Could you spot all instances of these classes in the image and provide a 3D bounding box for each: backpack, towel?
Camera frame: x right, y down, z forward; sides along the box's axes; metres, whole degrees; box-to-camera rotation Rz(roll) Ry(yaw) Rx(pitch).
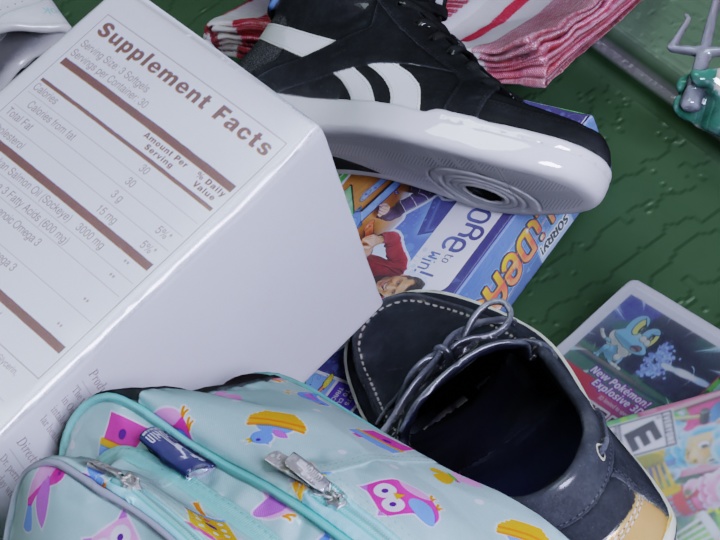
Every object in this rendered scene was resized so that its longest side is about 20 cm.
[{"bbox_3d":[-0.022,0.138,0.654,0.199,0.177,0.153,21,15,31],"label":"backpack"},{"bbox_3d":[0.039,-0.135,0.995,0.199,0.023,0.144,9,35,35],"label":"towel"}]

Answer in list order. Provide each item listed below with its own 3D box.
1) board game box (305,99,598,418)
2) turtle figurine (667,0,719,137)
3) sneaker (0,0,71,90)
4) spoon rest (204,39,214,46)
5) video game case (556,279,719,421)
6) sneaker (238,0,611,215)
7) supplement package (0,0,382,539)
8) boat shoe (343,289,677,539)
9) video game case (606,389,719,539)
[{"bbox_3d":[0.000,0.000,0.895,0.135,0.035,0.200,18,58,39],"label":"board game box"},{"bbox_3d":[0.192,-0.074,0.805,0.100,0.150,0.201,10,56,-12],"label":"turtle figurine"},{"bbox_3d":[-0.241,-0.090,1.100,0.088,0.076,0.200,34,67,33],"label":"sneaker"},{"bbox_3d":[-0.130,-0.024,0.987,0.199,0.061,0.100,-36,38,11],"label":"spoon rest"},{"bbox_3d":[0.102,0.105,0.744,0.182,0.023,0.200,-40,41,-13],"label":"video game case"},{"bbox_3d":[0.030,-0.094,0.869,0.199,0.073,0.113,13,76,38],"label":"sneaker"},{"bbox_3d":[-0.106,0.018,0.759,0.200,0.117,0.117,-44,57,-16],"label":"supplement package"},{"bbox_3d":[0.043,0.049,0.742,0.074,0.062,0.200,-40,32,-2],"label":"boat shoe"},{"bbox_3d":[0.162,0.108,0.671,0.181,0.022,0.201,-17,41,13],"label":"video game case"}]
